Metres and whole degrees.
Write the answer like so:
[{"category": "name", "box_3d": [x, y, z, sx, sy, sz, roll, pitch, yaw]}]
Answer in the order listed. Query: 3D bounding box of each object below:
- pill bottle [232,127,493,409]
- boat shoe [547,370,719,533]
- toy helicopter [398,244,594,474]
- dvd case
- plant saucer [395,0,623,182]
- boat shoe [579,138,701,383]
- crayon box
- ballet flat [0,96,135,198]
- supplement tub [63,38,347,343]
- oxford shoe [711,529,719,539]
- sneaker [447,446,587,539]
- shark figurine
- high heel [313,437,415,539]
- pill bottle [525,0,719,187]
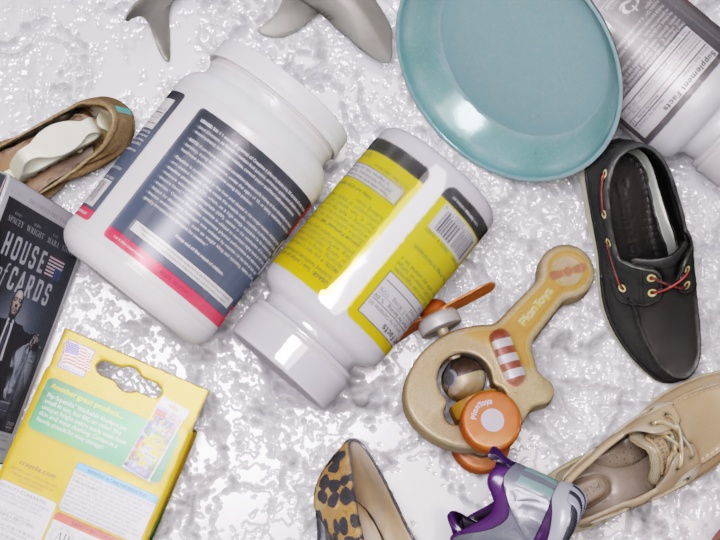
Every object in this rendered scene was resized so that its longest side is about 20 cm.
[{"category": "pill bottle", "box_3d": [0.000, 0.000, 1.193, 0.114, 0.114, 0.200, 40, 83, 3]}, {"category": "boat shoe", "box_3d": [0.230, 0.144, 1.207, 0.199, 0.065, 0.072, -33, 85, -6]}, {"category": "toy helicopter", "box_3d": [0.107, 0.052, 1.223, 0.132, 0.079, 0.200, 39, 72, 12]}, {"category": "dvd case", "box_3d": [-0.272, 0.039, 1.160, 0.025, 0.150, 0.202, 17, 82, 17]}, {"category": "plant saucer", "box_3d": [0.119, -0.165, 1.201, 0.200, 0.200, 0.036, 44, 48, 4]}, {"category": "boat shoe", "box_3d": [0.224, -0.004, 1.215, 0.073, 0.063, 0.203, -18, 98, -12]}, {"category": "crayon box", "box_3d": [-0.209, 0.162, 1.195, 0.125, 0.052, 0.201, 23, 83, 1]}, {"category": "ballet flat", "box_3d": [-0.266, -0.077, 1.214, 0.199, 0.072, 0.068, -29, 85, -5]}, {"category": "supplement tub", "box_3d": [-0.116, -0.059, 1.183, 0.140, 0.140, 0.201, 37, 83, 3]}, {"category": "oxford shoe", "box_3d": [0.327, 0.180, 1.201, 0.070, 0.075, 0.201, 25, 82, 2]}, {"category": "sneaker", "box_3d": [0.092, 0.230, 1.173, 0.087, 0.074, 0.201, 30, 106, 11]}, {"category": "shark figurine", "box_3d": [-0.078, -0.238, 1.236, 0.212, 0.090, 0.129, 2, 81, -4]}, {"category": "high heel", "box_3d": [0.036, 0.201, 1.143, 0.071, 0.199, 0.144, 9, 84, -45]}, {"category": "pill bottle", "box_3d": [0.233, -0.160, 1.224, 0.200, 0.111, 0.111, 41, 83, 3]}]
